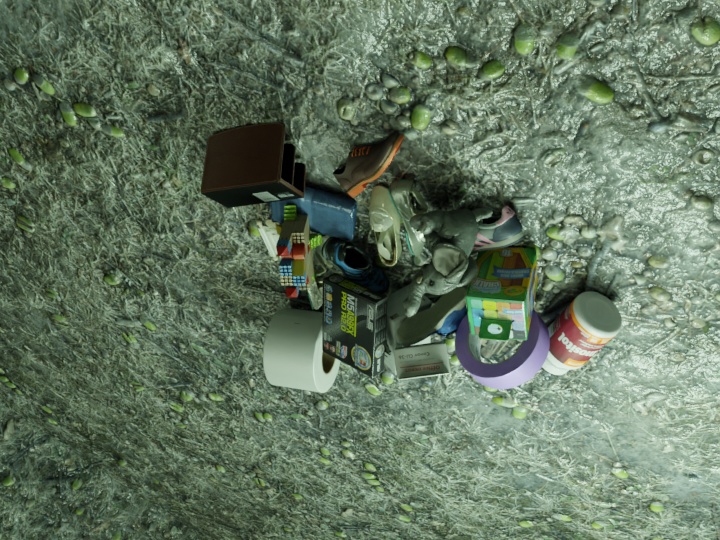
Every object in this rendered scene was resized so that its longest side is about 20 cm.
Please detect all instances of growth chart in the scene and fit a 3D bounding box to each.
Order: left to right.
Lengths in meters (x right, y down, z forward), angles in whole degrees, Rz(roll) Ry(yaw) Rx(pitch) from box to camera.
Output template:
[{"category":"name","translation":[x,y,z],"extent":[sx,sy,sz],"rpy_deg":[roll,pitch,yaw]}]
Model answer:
[{"category":"growth chart","translation":[-0.143,-0.063,1.795],"extent":[0.199,0.018,0.145],"rpy_deg":[7,136,17]}]

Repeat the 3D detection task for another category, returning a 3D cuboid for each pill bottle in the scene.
[{"category":"pill bottle","translation":[0.470,0.144,1.666],"extent":[0.113,0.113,0.200],"rpy_deg":[25,139,-2]}]

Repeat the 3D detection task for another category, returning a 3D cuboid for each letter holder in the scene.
[{"category":"letter holder","translation":[-0.224,-0.224,1.615],"extent":[0.199,0.143,0.101],"rpy_deg":[-5,164,27]}]

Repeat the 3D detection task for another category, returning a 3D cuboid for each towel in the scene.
[{"category":"towel","translation":[-0.103,-0.136,1.678],"extent":[0.199,0.049,0.112],"rpy_deg":[15,138,10]}]

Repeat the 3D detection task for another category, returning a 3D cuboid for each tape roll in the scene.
[{"category":"tape roll","translation":[-0.142,0.200,1.930],"extent":[0.139,0.203,0.203],"rpy_deg":[7,136,18]},{"category":"tape roll","translation":[0.310,0.156,1.677],"extent":[0.200,0.201,0.066],"rpy_deg":[-11,145,32]}]

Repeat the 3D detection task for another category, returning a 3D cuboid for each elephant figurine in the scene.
[{"category":"elephant figurine","translation":[0.172,-0.016,1.525],"extent":[0.141,0.201,0.155],"rpy_deg":[-1,172,-31]}]

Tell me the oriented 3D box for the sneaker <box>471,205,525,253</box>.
[{"category":"sneaker","translation":[0.241,-0.082,1.581],"extent":[0.199,0.070,0.082],"rpy_deg":[-14,106,35]}]

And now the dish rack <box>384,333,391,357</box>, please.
[{"category":"dish rack","translation":[0.008,0.125,1.798],"extent":[0.200,0.054,0.154],"rpy_deg":[25,134,68]}]

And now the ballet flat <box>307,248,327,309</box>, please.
[{"category":"ballet flat","translation":[-0.107,0.015,1.799],"extent":[0.071,0.072,0.200],"rpy_deg":[3,135,21]}]

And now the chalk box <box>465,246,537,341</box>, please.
[{"category":"chalk box","translation":[0.293,0.060,1.590],"extent":[0.124,0.200,0.124],"rpy_deg":[4,135,20]}]

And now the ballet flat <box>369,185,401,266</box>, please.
[{"category":"ballet flat","translation":[0.053,-0.089,1.642],"extent":[0.069,0.070,0.200],"rpy_deg":[4,135,20]}]

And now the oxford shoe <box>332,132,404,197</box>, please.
[{"category":"oxford shoe","translation":[0.012,-0.220,1.524],"extent":[0.072,0.071,0.200],"rpy_deg":[40,137,-11]}]

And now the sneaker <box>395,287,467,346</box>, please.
[{"category":"sneaker","translation":[0.173,0.131,1.740],"extent":[0.077,0.200,0.111],"rpy_deg":[34,154,41]}]

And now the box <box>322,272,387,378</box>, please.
[{"category":"box","translation":[-0.016,0.124,1.729],"extent":[0.160,0.044,0.201],"rpy_deg":[25,126,34]}]

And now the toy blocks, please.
[{"category":"toy blocks","translation":[-0.140,-0.021,1.651],"extent":[0.100,0.137,0.201],"rpy_deg":[0,126,6]}]

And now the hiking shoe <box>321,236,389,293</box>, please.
[{"category":"hiking shoe","translation":[0.000,0.000,1.722],"extent":[0.200,0.075,0.087],"rpy_deg":[36,167,-31]}]

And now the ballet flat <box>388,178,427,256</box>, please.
[{"category":"ballet flat","translation":[0.115,-0.107,1.599],"extent":[0.063,0.068,0.200],"rpy_deg":[-8,131,20]}]

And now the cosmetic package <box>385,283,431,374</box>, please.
[{"category":"cosmetic package","translation":[0.103,0.141,1.814],"extent":[0.081,0.113,0.200],"rpy_deg":[45,151,39]}]

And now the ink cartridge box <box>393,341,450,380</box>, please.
[{"category":"ink cartridge box","translation":[0.134,0.195,1.664],"extent":[0.116,0.068,0.200],"rpy_deg":[-9,176,3]}]
